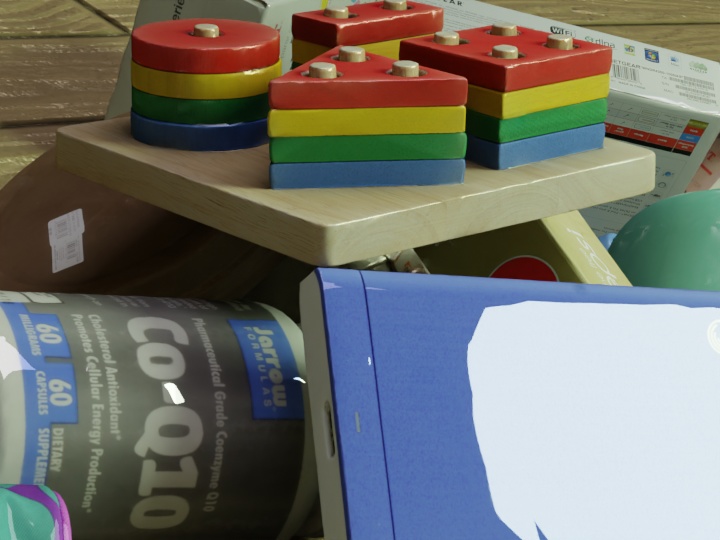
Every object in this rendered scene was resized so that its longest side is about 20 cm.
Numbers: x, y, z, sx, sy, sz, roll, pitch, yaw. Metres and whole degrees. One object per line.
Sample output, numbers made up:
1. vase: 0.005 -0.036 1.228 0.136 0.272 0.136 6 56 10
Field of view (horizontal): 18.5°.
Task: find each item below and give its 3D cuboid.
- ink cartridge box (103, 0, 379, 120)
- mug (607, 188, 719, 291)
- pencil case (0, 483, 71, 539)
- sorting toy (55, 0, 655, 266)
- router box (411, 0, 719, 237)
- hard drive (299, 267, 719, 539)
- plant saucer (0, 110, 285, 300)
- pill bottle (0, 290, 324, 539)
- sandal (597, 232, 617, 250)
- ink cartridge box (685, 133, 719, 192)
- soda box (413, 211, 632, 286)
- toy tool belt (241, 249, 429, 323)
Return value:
1. ink cartridge box: -0.068 -0.131 1.393 0.087 0.146 0.200 27 23 19
2. mug: 0.210 0.032 1.151 0.185 0.115 0.152 21 -23 -10
3. pencil case: -0.203 0.113 0.792 0.200 0.085 0.092 6 8 -25
4. sorting toy: -0.003 -0.074 1.002 0.199 0.070 0.200 -13 23 -39
5. router box: 0.089 -0.067 1.308 0.200 0.180 0.049 13 46 -12
6. hard drive: 0.076 0.068 0.904 0.200 0.025 0.132 3 67 -25
7. plant saucer: -0.116 -0.026 1.111 0.200 0.030 0.200 -16 35 11
8. pill bottle: -0.085 0.068 0.948 0.200 0.114 0.114 2 26 -31
9. sandal: 0.133 0.015 1.275 0.200 0.087 0.079 20 23 11
10. ink cartridge box: 0.233 -0.045 1.409 0.200 0.068 0.115 36 10 -31
11. soda box: 0.107 0.042 1.040 0.068 0.064 0.200 22 29 -52
12. toy tool belt: 0.000 0.000 1.158 0.200 0.125 0.123 25 27 34
